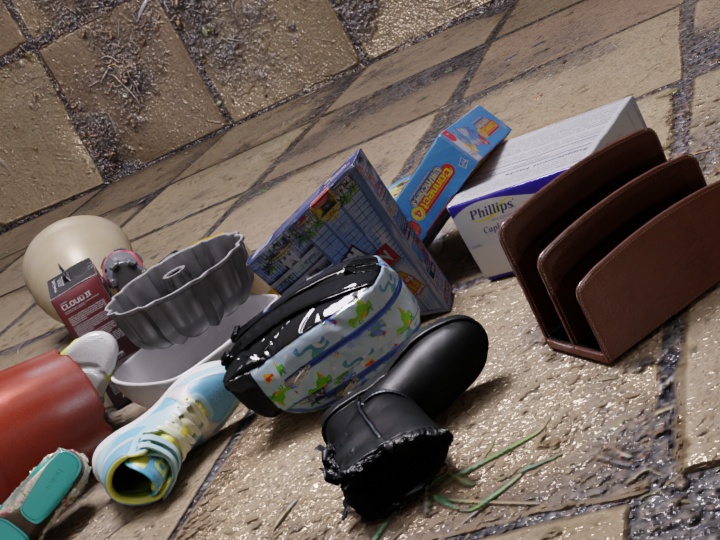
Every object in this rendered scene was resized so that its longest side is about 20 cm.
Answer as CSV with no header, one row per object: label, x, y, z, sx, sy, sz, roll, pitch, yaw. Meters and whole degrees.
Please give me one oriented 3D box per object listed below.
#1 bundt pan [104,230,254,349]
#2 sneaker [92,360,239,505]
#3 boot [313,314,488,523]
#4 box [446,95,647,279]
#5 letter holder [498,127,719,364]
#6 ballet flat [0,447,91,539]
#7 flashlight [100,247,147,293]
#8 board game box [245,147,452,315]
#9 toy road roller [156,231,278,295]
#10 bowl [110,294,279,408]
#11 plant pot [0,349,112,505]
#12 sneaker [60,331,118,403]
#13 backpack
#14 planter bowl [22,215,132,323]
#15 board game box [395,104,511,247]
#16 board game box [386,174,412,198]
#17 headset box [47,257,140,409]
bundt pan,-0.220,0.033,1.453,0.201,0.076,0.202,-26,16,8
sneaker,-0.198,0.182,1.234,0.200,0.080,0.131,-40,16,-7
boot,0.047,0.128,1.008,0.198,0.074,0.162,-36,14,0
box,0.231,-0.096,1.324,0.183,0.105,0.200,-17,19,37
letter holder,0.246,-0.033,1.047,0.199,0.143,0.100,-33,17,-17
ballet flat,-0.368,0.280,1.239,0.200,0.076,0.064,-44,-15,-25
flashlight,-0.339,0.003,1.636,0.067,0.068,0.200,-6,3,-12
board game box,0.000,0.000,1.316,0.200,0.200,0.062,-43,12,24
toy road roller,-0.230,0.048,1.619,0.199,0.123,0.146,-20,30,42
bowl,-0.195,0.113,1.438,0.200,0.075,0.199,-38,19,-33
plant pot,-0.413,0.202,1.347,0.195,0.202,0.200,-29,14,-34
sneaker,-0.370,0.152,1.507,0.200,0.076,0.105,-53,-3,16
backpack,-0.033,0.068,1.230,0.200,0.154,0.163,-47,10,15
planter bowl,-0.483,0.024,2.010,0.200,0.201,0.135,-30,44,-6
board game box,0.094,-0.097,1.423,0.196,0.056,0.200,-55,-5,26
board game box,0.096,-0.111,1.690,0.199,0.045,0.152,-25,17,8
headset box,-0.367,0.076,1.600,0.075,0.201,0.149,-30,17,-10
